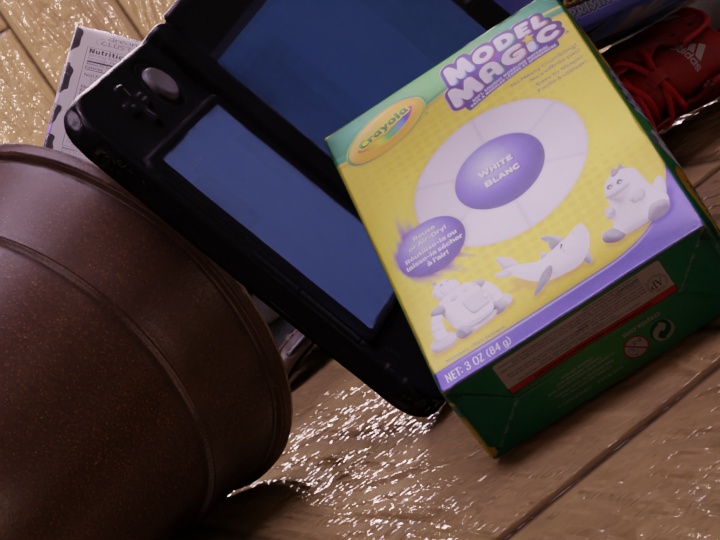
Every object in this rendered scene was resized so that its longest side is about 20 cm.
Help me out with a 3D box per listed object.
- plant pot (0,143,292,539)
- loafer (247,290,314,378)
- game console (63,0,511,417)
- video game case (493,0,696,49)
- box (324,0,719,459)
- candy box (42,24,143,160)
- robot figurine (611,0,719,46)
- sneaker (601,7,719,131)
[{"bbox_3d":[-0.165,0.083,1.086,0.200,0.200,0.198,-24,21,50],"label":"plant pot"},{"bbox_3d":[0.000,0.000,1.368,0.200,0.063,0.072,-35,-23,-30],"label":"loafer"},{"bbox_3d":[-0.001,-0.062,1.101,0.116,0.200,0.176,-50,2,23],"label":"game console"},{"bbox_3d":[0.093,-0.126,1.271,0.200,0.046,0.181,-25,-3,-11],"label":"video game case"},{"bbox_3d":[0.061,-0.030,0.992,0.117,0.048,0.200,-33,36,6],"label":"box"},{"bbox_3d":[-0.175,-0.026,1.592,0.200,0.071,0.168,-85,10,-50],"label":"candy box"},{"bbox_3d":[0.206,-0.203,1.464,0.200,0.113,0.169,-31,-9,26],"label":"robot figurine"},{"bbox_3d":[0.129,-0.088,1.253,0.115,0.078,0.200,-34,10,11],"label":"sneaker"}]
